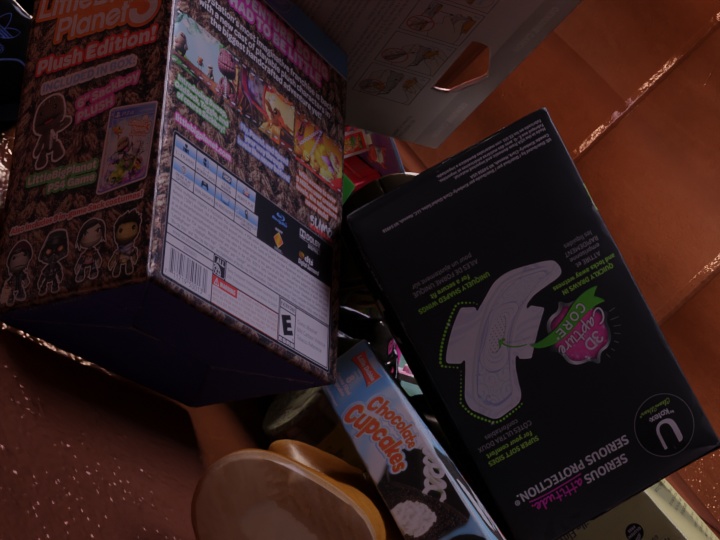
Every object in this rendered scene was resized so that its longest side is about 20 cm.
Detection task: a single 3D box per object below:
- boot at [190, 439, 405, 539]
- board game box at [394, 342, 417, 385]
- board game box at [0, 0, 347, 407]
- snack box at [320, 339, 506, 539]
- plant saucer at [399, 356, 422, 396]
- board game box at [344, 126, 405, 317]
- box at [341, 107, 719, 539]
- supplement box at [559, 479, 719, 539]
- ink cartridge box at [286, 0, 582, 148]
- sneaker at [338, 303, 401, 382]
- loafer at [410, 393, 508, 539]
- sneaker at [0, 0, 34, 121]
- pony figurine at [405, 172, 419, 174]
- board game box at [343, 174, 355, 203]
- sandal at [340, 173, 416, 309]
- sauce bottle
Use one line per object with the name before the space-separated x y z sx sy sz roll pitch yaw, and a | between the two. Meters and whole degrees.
boot | -0.027 0.122 0.644 0.201 0.071 0.144 48 2 -33
board game box | 0.128 0.093 0.982 0.199 0.026 0.199 14 -1 40
board game box | -0.088 -0.052 0.675 0.159 0.096 0.202 36 49 -52
snack box | 0.050 0.134 0.659 0.116 0.037 0.200 55 1 -41
plant saucer | 0.001 0.070 1.072 0.200 0.036 0.200 46 9 -9
board game box | -0.022 -0.048 0.976 0.158 0.039 0.202 -19 -90 58
box | 0.087 0.033 0.745 0.201 0.123 0.149 63 -3 0
supplement box | 0.202 0.239 0.962 0.200 0.134 0.200 49 9 14
ink cartridge box | 0.005 -0.146 0.757 0.174 0.200 0.045 10 67 -19
sneaker | -0.002 0.074 0.851 0.201 0.083 0.077 54 5 -22
loafer | 0.085 0.123 0.905 0.200 0.071 0.074 28 -48 57
sneaker | -0.216 -0.142 0.828 0.070 0.078 0.200 43 10 -14
pony figurine | 0.038 -0.015 1.192 0.199 0.168 0.192 8 -3 40
board game box | -0.114 -0.098 0.942 0.153 0.040 0.199 46 -19 -29
sandal | 0.000 0.000 0.906 0.054 0.200 0.082 24 50 -26
sauce bottle | 0.028 0.140 0.807 0.200 0.065 0.065 45 9 -19
